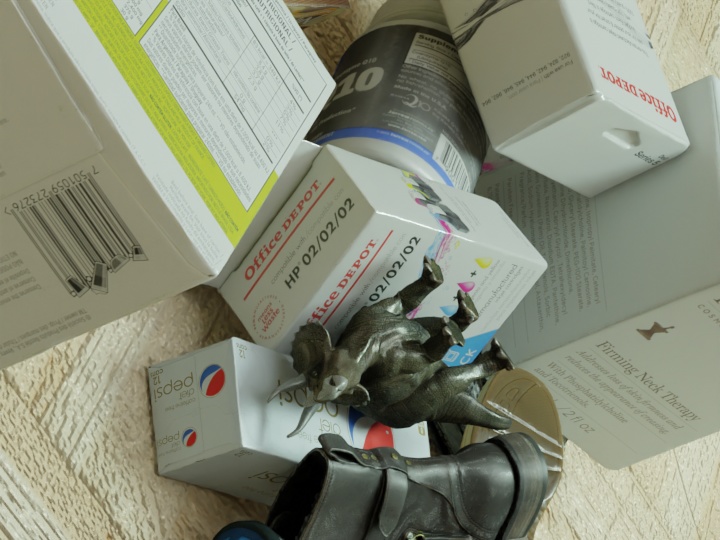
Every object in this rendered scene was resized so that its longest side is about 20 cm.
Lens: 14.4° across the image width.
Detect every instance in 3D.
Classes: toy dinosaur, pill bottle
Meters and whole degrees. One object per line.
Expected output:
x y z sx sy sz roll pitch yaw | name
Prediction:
0.024 0.054 1.654 0.200 0.102 0.077 27 36 -62 | toy dinosaur
0.027 -0.090 1.837 0.114 0.113 0.200 55 33 -25 | pill bottle

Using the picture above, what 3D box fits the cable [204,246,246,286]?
-0.113 -0.064 1.659 0.200 0.050 0.097 38 78 -38 | cable

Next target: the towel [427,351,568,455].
0.083 0.051 1.926 0.193 0.034 0.200 65 31 -10 | towel

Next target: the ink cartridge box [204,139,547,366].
0.000 0.000 1.678 0.200 0.115 0.068 16 28 -45 | ink cartridge box

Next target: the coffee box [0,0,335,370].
-0.166 -0.094 1.433 0.200 0.199 0.198 56 32 -20 | coffee box

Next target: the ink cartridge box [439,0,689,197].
0.120 -0.163 1.842 0.145 0.084 0.201 21 46 -57 | ink cartridge box

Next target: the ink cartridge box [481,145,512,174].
0.140 -0.105 2.027 0.200 0.117 0.067 48 34 -34 | ink cartridge box

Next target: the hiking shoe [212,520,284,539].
-0.085 0.201 1.520 0.087 0.074 0.200 51 35 -31 | hiking shoe

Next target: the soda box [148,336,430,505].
-0.037 0.098 1.670 0.200 0.064 0.068 22 55 -52 | soda box

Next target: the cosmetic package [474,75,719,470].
0.203 0.004 1.930 0.167 0.200 0.167 36 41 -42 | cosmetic package

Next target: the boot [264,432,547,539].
0.007 0.168 1.667 0.174 0.201 0.069 -4 36 -35 | boot

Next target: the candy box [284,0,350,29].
-0.083 -0.252 1.809 0.115 0.055 0.201 -7 78 -58 | candy box

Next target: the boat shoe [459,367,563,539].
0.077 0.154 1.815 0.071 0.064 0.201 28 55 -21 | boat shoe
